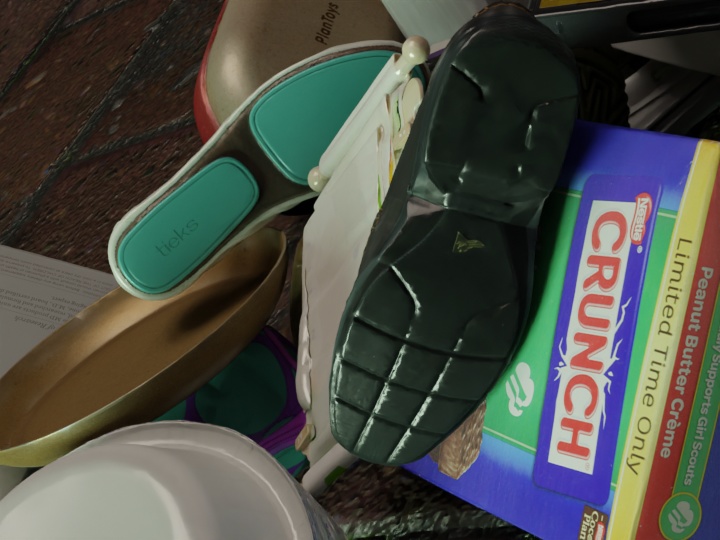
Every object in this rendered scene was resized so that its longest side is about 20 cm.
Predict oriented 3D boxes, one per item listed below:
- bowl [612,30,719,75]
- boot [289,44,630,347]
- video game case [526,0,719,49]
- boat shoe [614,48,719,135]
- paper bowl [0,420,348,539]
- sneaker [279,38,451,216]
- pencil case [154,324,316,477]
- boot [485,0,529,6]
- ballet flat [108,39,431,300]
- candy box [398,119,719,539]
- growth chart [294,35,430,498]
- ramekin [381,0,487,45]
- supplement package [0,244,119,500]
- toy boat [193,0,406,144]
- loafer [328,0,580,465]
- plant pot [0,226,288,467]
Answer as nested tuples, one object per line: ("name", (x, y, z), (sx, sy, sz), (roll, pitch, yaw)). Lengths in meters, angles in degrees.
("bowl", (0.219, -0.185, 0.968), (0.200, 0.075, 0.200), (22, 55, 43))
("boot", (0.042, -0.032, 0.990), (0.200, 0.066, 0.176), (-3, 77, 51))
("video game case", (0.182, -0.178, 0.894), (0.180, 0.026, 0.200), (-5, 40, 22))
("boat shoe", (0.161, -0.115, 1.022), (0.200, 0.067, 0.073), (-50, 27, -18))
("paper bowl", (-0.104, 0.159, 0.845), (0.200, 0.104, 0.201), (-14, 53, 19))
("sneaker", (0.032, -0.089, 1.096), (0.200, 0.076, 0.087), (-29, 23, -33))
("pencil case", (-0.096, 0.117, 0.992), (0.200, 0.085, 0.092), (-43, 24, -5))
("boot", (0.096, -0.191, 1.064), (0.095, 0.200, 0.074), (14, 58, 30))
("ballet flat", (-0.052, -0.058, 1.019), (0.200, 0.070, 0.069), (-37, 26, -1))
("candy box", (0.098, 0.026, 0.793), (0.200, 0.077, 0.170), (18, 95, 61))
("growth chart", (0.000, 0.000, 0.903), (0.145, 0.018, 0.201), (139, 138, -56))
("ramekin", (0.096, -0.221, 1.245), (0.200, 0.098, 0.201), (-31, 27, 18))
("supplement package", (-0.221, 0.097, 1.111), (0.117, 0.117, 0.200), (15, 45, 7))
("toy boat", (-0.050, -0.113, 1.283), (0.200, 0.130, 0.131), (-76, 12, -51))
("loafer", (0.038, -0.014, 0.781), (0.072, 0.072, 0.201), (-88, 19, -68))
("plant pot", (-0.118, 0.044, 1.001), (0.199, 0.028, 0.200), (-29, 16, 9))
